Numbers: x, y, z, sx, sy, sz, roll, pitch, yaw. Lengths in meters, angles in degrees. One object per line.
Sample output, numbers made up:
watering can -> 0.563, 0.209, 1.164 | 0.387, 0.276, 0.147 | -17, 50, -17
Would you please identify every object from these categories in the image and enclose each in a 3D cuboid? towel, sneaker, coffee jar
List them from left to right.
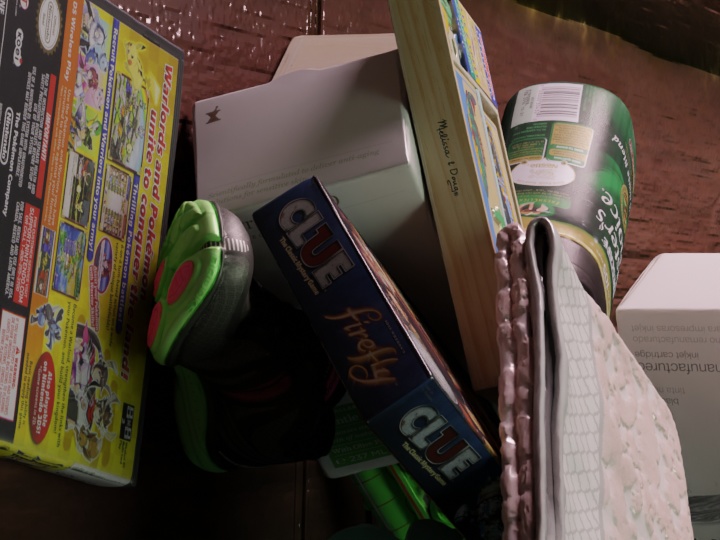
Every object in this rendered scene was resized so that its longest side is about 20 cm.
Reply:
sneaker -> -0.046, 0.029, 1.095 | 0.200, 0.084, 0.077 | 79, 16, -64
coffee jar -> 0.111, -0.018, 1.452 | 0.200, 0.085, 0.104 | -72, 160, -50
towel -> 0.110, 0.103, 1.096 | 0.191, 0.032, 0.200 | 54, 29, -45

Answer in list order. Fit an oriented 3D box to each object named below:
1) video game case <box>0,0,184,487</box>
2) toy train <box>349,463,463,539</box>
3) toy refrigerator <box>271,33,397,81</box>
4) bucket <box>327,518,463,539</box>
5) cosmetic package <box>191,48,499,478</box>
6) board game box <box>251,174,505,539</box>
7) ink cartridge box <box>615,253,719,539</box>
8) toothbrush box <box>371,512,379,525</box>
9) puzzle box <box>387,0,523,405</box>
video game case -> -0.133, -0.022, 1.014 | 0.181, 0.025, 0.201 | 29, 64, -63
toy train -> 0.045, 0.145, 1.305 | 0.200, 0.056, 0.042 | 59, 14, -7
toy refrigerator -> 0.016, -0.025, 1.287 | 0.200, 0.076, 0.070 | 69, 32, -41
bucket -> 0.013, 0.231, 1.106 | 0.135, 0.207, 0.207 | 52, -10, 45
cosmetic package -> 0.000, 0.000, 1.194 | 0.200, 0.107, 0.085 | 64, 15, -45
board game box -> 0.033, 0.062, 1.090 | 0.200, 0.035, 0.136 | 52, 5, -47
ink cartridge box -> 0.228, 0.096, 1.325 | 0.083, 0.146, 0.200 | -44, 129, -56
toothbrush box -> 0.109, 0.116, 1.416 | 0.200, 0.146, 0.086 | -20, 109, -63
puzzle box -> 0.055, -0.034, 1.169 | 0.133, 0.025, 0.201 | 34, 43, -76
